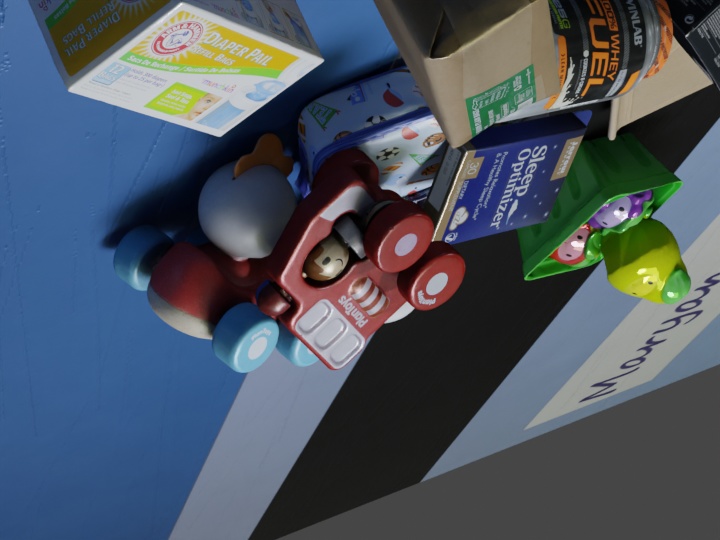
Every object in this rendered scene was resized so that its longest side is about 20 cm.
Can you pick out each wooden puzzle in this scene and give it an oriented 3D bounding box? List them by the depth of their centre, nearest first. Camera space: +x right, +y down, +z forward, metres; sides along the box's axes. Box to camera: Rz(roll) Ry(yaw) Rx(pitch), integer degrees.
[{"bbox_3d":[0.353,-0.234,1.872,0.199,0.037,0.185,-30,162,-4],"label":"wooden puzzle"}]

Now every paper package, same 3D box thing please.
[{"bbox_3d":[0.063,-0.216,1.266,0.103,0.192,0.200,-26,163,1],"label":"paper package"}]

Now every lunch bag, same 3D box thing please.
[{"bbox_3d":[0.013,-0.117,1.662,0.159,0.076,0.200,-22,160,-6],"label":"lunch bag"}]

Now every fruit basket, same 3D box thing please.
[{"bbox_3d":[0.306,-0.038,2.069,0.154,0.217,0.216,-12,157,-37],"label":"fruit basket"}]

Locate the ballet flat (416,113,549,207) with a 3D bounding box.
[{"bbox_3d":[0.142,-0.116,1.751,0.200,0.071,0.069,-48,151,6],"label":"ballet flat"}]

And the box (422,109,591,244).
[{"bbox_3d":[0.151,-0.092,1.692,0.199,0.032,0.122,-15,138,-38],"label":"box"}]

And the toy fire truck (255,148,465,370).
[{"bbox_3d":[-0.011,-0.003,1.572,0.168,0.112,0.200,-45,144,-1],"label":"toy fire truck"}]

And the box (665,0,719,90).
[{"bbox_3d":[0.365,-0.273,1.668,0.141,0.079,0.200,-40,159,10],"label":"box"}]

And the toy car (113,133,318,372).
[{"bbox_3d":[-0.105,-0.036,1.644,0.176,0.184,0.201,-1,121,-53],"label":"toy car"}]

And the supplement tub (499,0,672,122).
[{"bbox_3d":[0.181,-0.209,1.558,0.199,0.123,0.123,-15,159,-33],"label":"supplement tub"}]

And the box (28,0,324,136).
[{"bbox_3d":[-0.133,-0.182,1.235,0.112,0.102,0.199,-33,161,22],"label":"box"}]

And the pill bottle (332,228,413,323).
[{"bbox_3d":[0.000,0.000,1.791,0.119,0.121,0.199,-11,177,-38],"label":"pill bottle"}]
